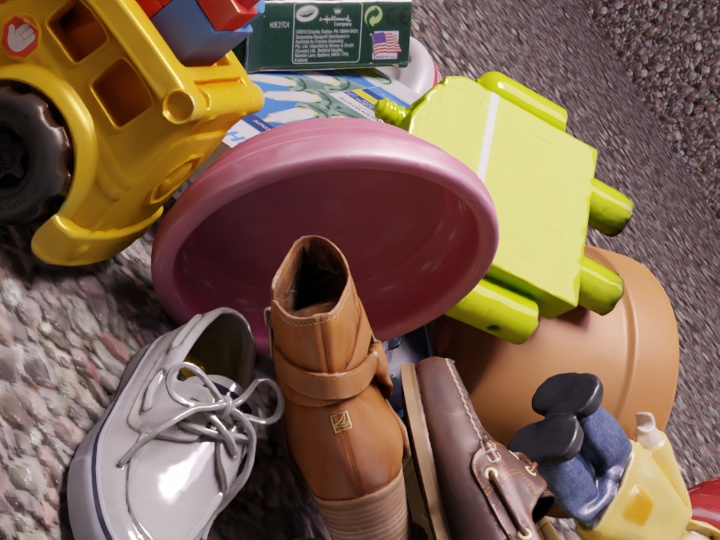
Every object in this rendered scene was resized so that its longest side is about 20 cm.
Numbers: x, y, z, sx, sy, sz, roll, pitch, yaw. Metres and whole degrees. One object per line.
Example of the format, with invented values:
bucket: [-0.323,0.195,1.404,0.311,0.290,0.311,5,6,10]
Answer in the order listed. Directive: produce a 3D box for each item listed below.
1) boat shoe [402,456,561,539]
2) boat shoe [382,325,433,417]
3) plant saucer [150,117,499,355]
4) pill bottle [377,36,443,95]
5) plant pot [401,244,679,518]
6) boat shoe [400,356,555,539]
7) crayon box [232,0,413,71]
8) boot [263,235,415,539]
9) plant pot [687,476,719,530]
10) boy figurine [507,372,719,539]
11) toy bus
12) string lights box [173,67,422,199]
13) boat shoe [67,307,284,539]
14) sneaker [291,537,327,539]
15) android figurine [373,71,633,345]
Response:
boat shoe: [0.069,0.162,0.834,0.065,0.073,0.200,51,-9,-31]
boat shoe: [0.000,0.000,0.956,0.068,0.084,0.201,26,31,-45]
plant saucer: [-0.022,-0.021,0.818,0.200,0.199,0.051,31,39,-47]
pill bottle: [0.043,-0.087,1.182,0.200,0.119,0.120,53,15,-43]
plant pot: [0.109,0.065,1.023,0.139,0.200,0.201,19,36,-31]
boat shoe: [0.068,0.129,0.738,0.071,0.070,0.201,71,4,-55]
crayon box: [-0.061,-0.191,1.042,0.126,0.051,0.200,-6,21,-25]
boot: [-0.017,0.051,0.782,0.200,0.073,0.156,-124,-162,-65]
plant pot: [0.283,0.258,1.071,0.182,0.200,0.202,3,53,-57]
boy figurine: [0.176,0.160,0.929,0.200,0.064,0.125,47,58,-23]
toy bus: [-0.142,-0.134,0.756,0.201,0.192,0.136,53,21,4]
string lights box: [-0.042,-0.085,0.940,0.102,0.059,0.199,34,32,32]
boat shoe: [-0.079,0.077,0.701,0.075,0.086,0.202,47,20,-15]
sneaker: [0.031,0.219,0.750,0.199,0.071,0.073,33,21,6]
android figurine: [0.090,-0.047,0.932,0.199,0.041,0.184,23,62,-22]
